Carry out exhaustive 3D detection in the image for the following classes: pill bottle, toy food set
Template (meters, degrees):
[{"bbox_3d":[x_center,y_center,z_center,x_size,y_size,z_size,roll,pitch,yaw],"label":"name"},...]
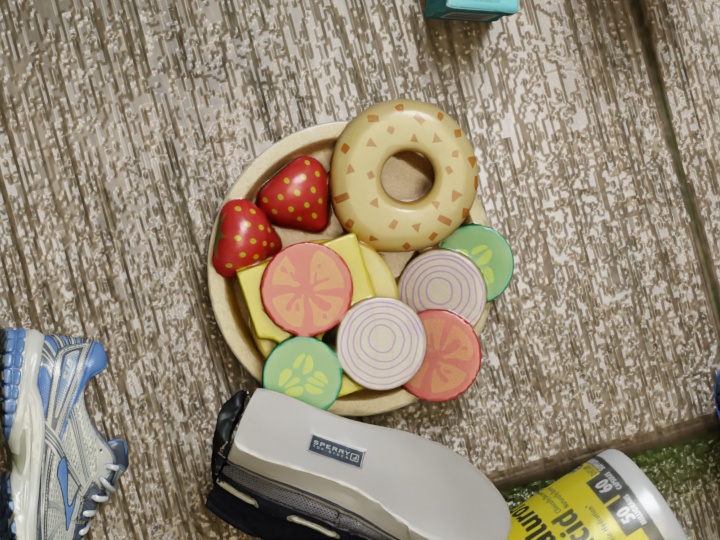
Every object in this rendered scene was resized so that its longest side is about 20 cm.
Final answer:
[{"bbox_3d":[0.112,0.213,1.633,0.199,0.111,0.112,-33,96,-8],"label":"pill bottle"},{"bbox_3d":[0.000,0.000,1.641,0.199,0.049,0.199,-20,95,-9],"label":"toy food set"}]

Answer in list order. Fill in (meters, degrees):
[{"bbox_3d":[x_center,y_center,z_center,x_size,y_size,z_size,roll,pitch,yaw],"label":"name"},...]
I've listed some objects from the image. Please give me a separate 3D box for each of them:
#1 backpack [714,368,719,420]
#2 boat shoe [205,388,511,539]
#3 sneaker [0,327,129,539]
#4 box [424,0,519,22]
[{"bbox_3d":[0.345,0.078,1.648,0.199,0.168,0.163,-28,92,24],"label":"backpack"},{"bbox_3d":[-0.006,0.147,1.616,0.199,0.093,0.075,25,51,-1],"label":"boat shoe"},{"bbox_3d":[-0.186,0.136,1.600,0.085,0.077,0.201,-2,92,-14],"label":"sneaker"},{"bbox_3d":[0.078,-0.265,1.632,0.049,0.082,0.201,3,90,-9],"label":"box"}]
